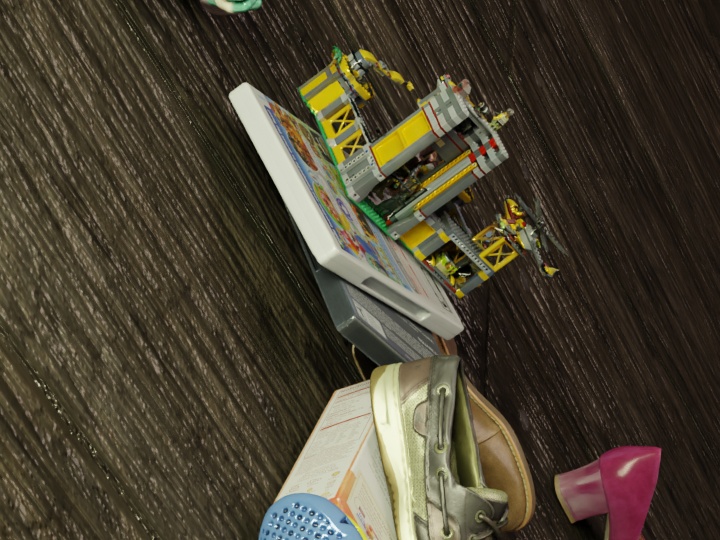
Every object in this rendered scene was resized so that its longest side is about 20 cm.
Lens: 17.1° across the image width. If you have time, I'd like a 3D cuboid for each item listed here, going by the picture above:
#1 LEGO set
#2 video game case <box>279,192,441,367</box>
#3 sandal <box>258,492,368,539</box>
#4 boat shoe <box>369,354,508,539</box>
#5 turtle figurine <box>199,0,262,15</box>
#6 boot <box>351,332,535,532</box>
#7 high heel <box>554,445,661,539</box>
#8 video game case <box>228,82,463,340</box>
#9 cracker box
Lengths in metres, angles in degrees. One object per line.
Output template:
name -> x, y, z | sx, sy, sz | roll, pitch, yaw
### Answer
LEGO set -> 0.061, -0.083, 1.653 | 0.200, 0.116, 0.154 | 46, 15, -33
video game case -> 0.000, 0.000, 1.610 | 0.143, 0.019, 0.200 | 42, 17, -44
sandal -> -0.029, 0.214, 1.352 | 0.087, 0.079, 0.201 | 38, 36, -50
boat shoe -> 0.059, 0.148, 1.485 | 0.072, 0.066, 0.202 | 17, 55, -66
turtle figurine -> -0.108, -0.229, 1.512 | 0.200, 0.100, 0.150 | 45, 43, -81
boot -> 0.054, 0.112, 1.701 | 0.200, 0.073, 0.075 | 59, 36, -12
high heel -> 0.247, 0.224, 2.053 | 0.200, 0.096, 0.067 | 58, 23, -32
video game case -> -0.007, -0.037, 1.601 | 0.200, 0.018, 0.144 | 32, 26, -59
cracker box -> 0.011, 0.165, 1.527 | 0.134, 0.058, 0.200 | 65, 21, -14
